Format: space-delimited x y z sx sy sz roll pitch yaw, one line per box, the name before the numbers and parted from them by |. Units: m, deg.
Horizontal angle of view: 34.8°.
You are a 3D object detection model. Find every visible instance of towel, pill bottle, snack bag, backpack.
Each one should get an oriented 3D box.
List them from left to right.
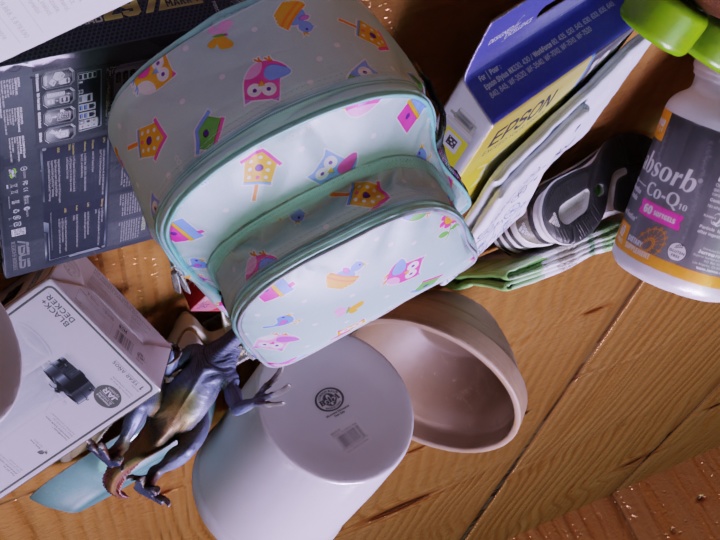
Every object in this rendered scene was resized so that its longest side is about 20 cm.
backpack | -0.032 -0.049 0.623 0.175 0.154 0.200 -27 149 3
snack bag | 0.141 -0.085 0.878 0.200 0.021 0.189 -44 171 -21
towel | 0.189 -0.018 1.098 0.199 0.031 0.149 -21 -174 -20
pill bottle | 0.297 -0.084 0.967 0.116 0.116 0.201 -1 114 -45

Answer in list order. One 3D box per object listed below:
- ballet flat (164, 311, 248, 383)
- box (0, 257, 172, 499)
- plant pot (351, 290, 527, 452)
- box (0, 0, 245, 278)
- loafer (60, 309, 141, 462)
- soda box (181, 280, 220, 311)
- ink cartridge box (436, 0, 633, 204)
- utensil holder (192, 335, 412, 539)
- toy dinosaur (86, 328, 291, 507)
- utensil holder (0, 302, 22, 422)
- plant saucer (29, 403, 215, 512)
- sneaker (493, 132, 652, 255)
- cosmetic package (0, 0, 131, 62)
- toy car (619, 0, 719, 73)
ballet flat | -0.119 0.053 0.986 0.200 0.072 0.072 -28 157 4
box | -0.250 0.083 0.827 0.200 0.060 0.117 -35 112 16
plant pot | 0.080 0.087 1.159 0.093 0.200 0.201 -61 180 -38
box | -0.143 -0.084 0.673 0.157 0.051 0.200 -16 154 -22
loafer | -0.217 0.095 0.939 0.067 0.076 0.200 -7 151 -25
soda box | -0.054 -0.049 0.825 0.070 0.064 0.200 3 142 -49
ink cartridge box | 0.114 -0.121 0.792 0.197 0.047 0.200 -37 169 -38
utensil holder | -0.059 0.172 1.125 0.169 0.170 0.200 -12 153 -31
toy dinosaur | -0.145 0.086 0.929 0.200 0.105 0.182 -17 -144 56
utensil holder | -0.328 0.087 0.699 0.200 0.170 0.170 -41 153 24
plant saucer | -0.215 0.176 1.087 0.200 0.036 0.200 -31 175 -3
sneaker | 0.190 -0.070 1.057 0.200 0.076 0.115 -25 -172 -39
cosmetic package | -0.115 -0.166 0.471 0.199 0.102 0.074 -24 157 -2
toy car | 0.302 -0.170 0.729 0.158 0.200 0.164 3 129 -49
